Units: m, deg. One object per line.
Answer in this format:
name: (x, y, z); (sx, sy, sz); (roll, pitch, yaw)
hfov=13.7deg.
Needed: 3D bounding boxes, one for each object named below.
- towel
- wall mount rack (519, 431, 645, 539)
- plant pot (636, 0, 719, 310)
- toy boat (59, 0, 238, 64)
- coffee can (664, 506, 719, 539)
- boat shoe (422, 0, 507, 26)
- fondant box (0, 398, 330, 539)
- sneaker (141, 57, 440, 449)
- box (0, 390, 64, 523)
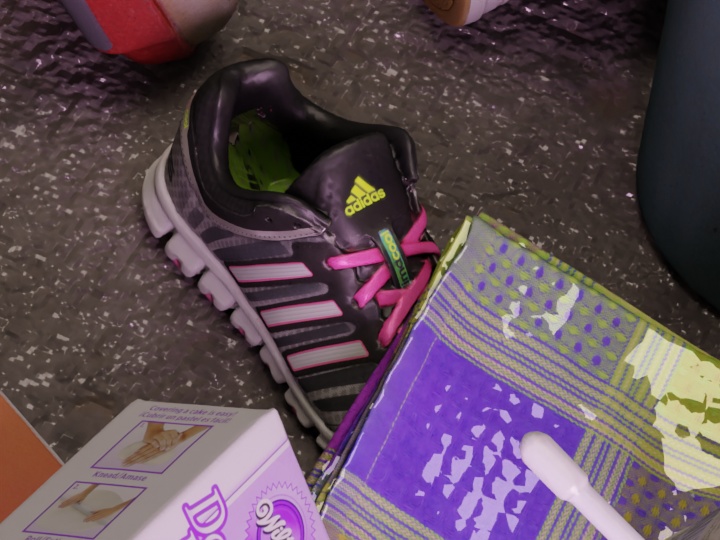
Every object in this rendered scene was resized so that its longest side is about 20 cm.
towel: (0.053, 0.088, 0.967); (0.143, 0.023, 0.200); (32, 62, -2)
wall mount rack: (0.074, 0.150, 0.834); (0.074, 0.200, 0.174); (3, 57, -17)
plant pot: (0.191, -0.085, 1.077); (0.200, 0.196, 0.201); (6, 47, -7)
toy boat: (-0.132, -0.159, 1.144); (0.130, 0.131, 0.200); (-23, 52, 6)
coffee can: (0.169, 0.112, 0.872); (0.146, 0.200, 0.147); (7, 67, -17)
boat shoe: (0.043, -0.178, 1.213); (0.069, 0.071, 0.200); (-2, 48, -14)
fondant box: (-0.074, 0.149, 0.813); (0.058, 0.145, 0.200); (-1, 31, 39)
sneaker: (0.000, 0.000, 1.035); (0.074, 0.088, 0.200); (-29, 61, -32)
box: (-0.188, 0.081, 0.911); (0.152, 0.106, 0.200); (-28, 60, -31)
